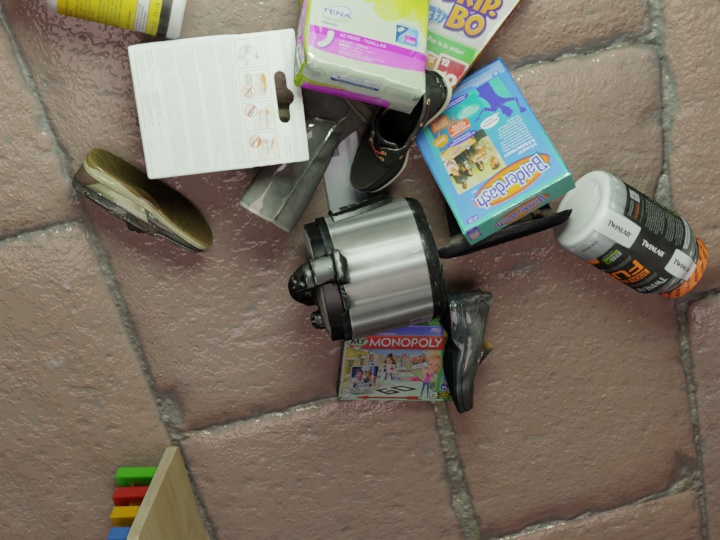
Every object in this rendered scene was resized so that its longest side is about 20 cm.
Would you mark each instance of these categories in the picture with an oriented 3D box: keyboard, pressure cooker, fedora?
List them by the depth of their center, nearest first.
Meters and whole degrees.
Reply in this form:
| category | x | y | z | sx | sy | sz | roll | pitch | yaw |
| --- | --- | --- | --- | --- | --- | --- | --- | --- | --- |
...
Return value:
| category | x | y | z | sx | sy | sz | roll | pitch | yaw |
| --- | --- | --- | --- | --- | --- | --- | --- | --- | --- |
| pressure cooker | 0.001 | 0.003 | 1.388 | 0.199 | 0.179 | 0.176 | -14 | 128 | -4 |
| keyboard | -0.029 | -0.165 | 1.394 | 0.056 | 0.011 | 0.201 | -9 | 119 | 2 |
| fedora | 0.182 | -0.083 | 1.402 | 0.200 | 0.201 | 0.092 | -17 | 86 | 1 |

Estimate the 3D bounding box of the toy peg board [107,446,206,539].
| category | x | y | z | sx | sy | sz | roll | pitch | yaw |
| --- | --- | --- | --- | --- | --- | --- | --- | --- | --- |
| toy peg board | -0.324 | 0.406 | 1.563 | 0.097 | 0.199 | 0.201 | -4 | 120 | 12 |

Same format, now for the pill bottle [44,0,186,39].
| category | x | y | z | sx | sy | sz | roll | pitch | yaw |
| --- | --- | --- | --- | --- | --- | --- | --- | --- | --- |
| pill bottle | -0.299 | -0.343 | 1.195 | 0.199 | 0.114 | 0.115 | 9 | 117 | -14 |

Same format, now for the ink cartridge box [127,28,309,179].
| category | x | y | z | sx | sy | sz | roll | pitch | yaw |
| --- | --- | --- | --- | --- | --- | --- | --- | --- | --- |
| ink cartridge box | -0.169 | -0.201 | 1.251 | 0.199 | 0.047 | 0.161 | -7 | 102 | 0 |

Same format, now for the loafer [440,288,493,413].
| category | x | y | z | sx | sy | sz | roll | pitch | yaw |
| --- | --- | --- | --- | --- | --- | --- | --- | --- | --- |
| loafer | 0.160 | 0.119 | 1.510 | 0.072 | 0.073 | 0.201 | -9 | 120 | -9 |

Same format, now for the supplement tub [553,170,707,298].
| category | x | y | z | sx | sy | sz | roll | pitch | yaw |
| --- | --- | --- | --- | --- | --- | --- | --- | --- | --- |
| supplement tub | 0.381 | -0.045 | 1.454 | 0.200 | 0.123 | 0.123 | 27 | 111 | -20 |

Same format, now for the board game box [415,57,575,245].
| category | x | y | z | sx | sy | sz | roll | pitch | yaw |
| --- | --- | --- | --- | --- | --- | --- | --- | --- | --- |
| board game box | 0.160 | -0.154 | 1.325 | 0.152 | 0.200 | 0.045 | -28 | 152 | 8 |

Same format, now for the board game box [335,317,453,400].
| category | x | y | z | sx | sy | sz | roll | pitch | yaw |
| --- | --- | --- | --- | --- | --- | --- | --- | --- | --- |
| board game box | 0.068 | 0.133 | 1.558 | 0.199 | 0.029 | 0.135 | 1 | 119 | -9 |

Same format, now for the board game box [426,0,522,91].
| category | x | y | z | sx | sy | sz | roll | pitch | yaw |
| --- | --- | --- | --- | --- | --- | --- | --- | --- | --- |
| board game box | 0.123 | -0.312 | 1.305 | 0.095 | 0.030 | 0.200 | 39 | 106 | 4 |

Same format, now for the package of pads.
| category | x | y | z | sx | sy | sz | roll | pitch | yaw |
| --- | --- | --- | --- | --- | --- | --- | --- | --- | --- |
| package of pads | 0.001 | -0.297 | 1.228 | 0.154 | 0.201 | 0.068 | 11 | 155 | -15 |

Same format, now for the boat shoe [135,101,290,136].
| category | x | y | z | sx | sy | sz | roll | pitch | yaw |
| --- | --- | --- | --- | --- | --- | --- | --- | --- | --- |
| boat shoe | -0.185 | -0.174 | 1.327 | 0.199 | 0.075 | 0.069 | -3 | 113 | -8 |

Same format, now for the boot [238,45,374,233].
| category | x | y | z | sx | sy | sz | roll | pitch | yaw |
| --- | --- | --- | --- | --- | --- | --- | --- | --- | --- |
| boot | -0.090 | -0.161 | 1.302 | 0.200 | 0.073 | 0.182 | -47 | 133 | 5 |

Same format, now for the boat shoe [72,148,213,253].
| category | x | y | z | sx | sy | sz | roll | pitch | yaw |
| --- | --- | --- | --- | --- | --- | --- | --- | --- | --- |
| boat shoe | -0.287 | -0.083 | 1.370 | 0.200 | 0.073 | 0.065 | 38 | 118 | -21 |

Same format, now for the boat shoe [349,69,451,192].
| category | x | y | z | sx | sy | sz | roll | pitch | yaw |
| --- | --- | --- | --- | --- | --- | --- | --- | --- | --- |
| boat shoe | 0.037 | -0.175 | 1.327 | 0.074 | 0.063 | 0.201 | 52 | 130 | 15 |
